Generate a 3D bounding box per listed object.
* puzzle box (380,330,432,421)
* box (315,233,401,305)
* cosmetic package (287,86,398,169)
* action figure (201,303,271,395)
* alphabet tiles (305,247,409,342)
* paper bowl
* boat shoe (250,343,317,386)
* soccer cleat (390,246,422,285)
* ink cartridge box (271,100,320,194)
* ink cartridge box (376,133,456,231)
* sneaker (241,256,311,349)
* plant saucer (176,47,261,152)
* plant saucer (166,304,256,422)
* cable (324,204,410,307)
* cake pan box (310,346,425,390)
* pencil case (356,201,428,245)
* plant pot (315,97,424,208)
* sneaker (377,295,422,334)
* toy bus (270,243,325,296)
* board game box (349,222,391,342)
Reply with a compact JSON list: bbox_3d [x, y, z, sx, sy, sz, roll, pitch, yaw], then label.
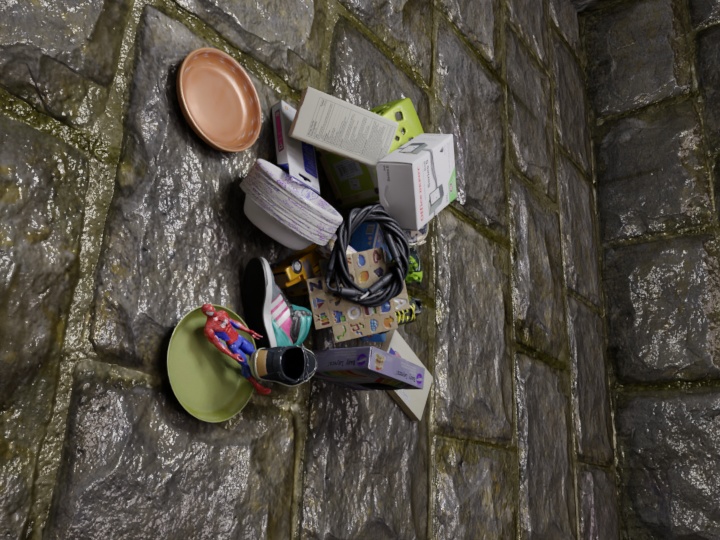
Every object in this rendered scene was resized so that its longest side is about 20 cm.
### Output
[{"bbox_3d":[0.106,0.256,1.597,0.200,0.025,0.133,53,43,-30],"label":"puzzle box"},{"bbox_3d":[0.000,0.000,1.334,0.200,0.039,0.041,40,57,-9],"label":"box"},{"bbox_3d":[-0.036,-0.285,1.324,0.200,0.071,0.105,20,95,-16],"label":"cosmetic package"},{"bbox_3d":[-0.211,0.131,1.136,0.200,0.052,0.065,54,47,-28],"label":"action figure"},{"bbox_3d":[-0.003,0.048,1.302,0.199,0.006,0.167,-12,90,-14],"label":"alphabet tiles"},{"bbox_3d":[-0.141,-0.116,1.251,0.200,0.201,0.104,29,101,-46],"label":"paper bowl"},{"bbox_3d":[-0.121,0.169,1.172,0.200,0.062,0.075,23,63,-65],"label":"boat shoe"},{"bbox_3d":[0.109,-0.024,1.550,0.200,0.067,0.081,53,32,-70],"label":"soccer cleat"},{"bbox_3d":[-0.135,-0.253,1.369,0.095,0.037,0.200,27,44,-48],"label":"ink cartridge box"},{"bbox_3d":[0.122,-0.187,1.363,0.200,0.084,0.146,-41,132,-48],"label":"ink cartridge box"},{"bbox_3d":[-0.152,0.070,1.248,0.121,0.083,0.201,-10,96,-49],"label":"sneaker"},{"bbox_3d":[-0.270,-0.318,1.239,0.200,0.037,0.201,21,63,-49],"label":"plant saucer"},{"bbox_3d":[-0.258,0.159,1.126,0.200,0.031,0.201,20,65,-51],"label":"plant saucer"},{"bbox_3d":[0.024,-0.032,1.283,0.163,0.051,0.201,19,83,-13],"label":"cable"},{"bbox_3d":[0.008,0.205,1.346,0.200,0.184,0.052,29,62,-47],"label":"cake pan box"},{"bbox_3d":[0.070,-0.107,1.502,0.078,0.200,0.090,-42,121,-19],"label":"pencil case"},{"bbox_3d":[0.024,-0.256,1.493,0.181,0.200,0.199,-36,110,-44],"label":"plant pot"},{"bbox_3d":[0.081,0.086,1.427,0.200,0.084,0.075,-36,124,-67],"label":"sneaker"},{"bbox_3d":[-0.107,-0.007,1.350,0.200,0.065,0.078,-38,112,-52],"label":"toy bus"},{"bbox_3d":[0.022,0.028,1.467,0.196,0.056,0.200,64,33,-54],"label":"board game box"}]
